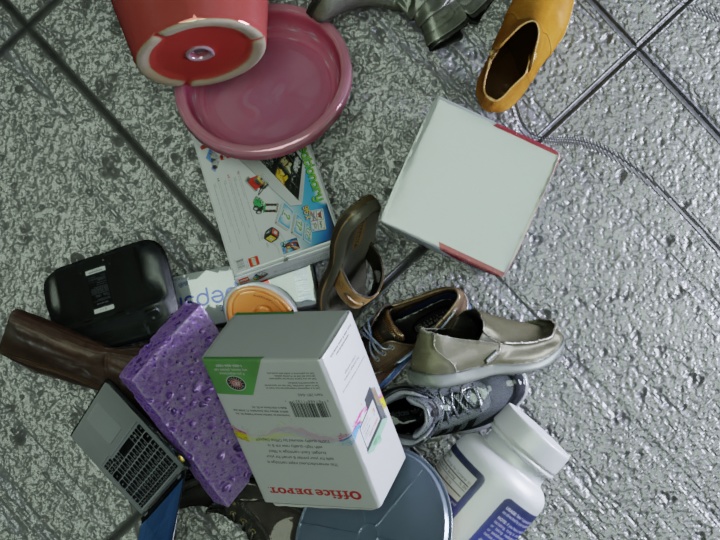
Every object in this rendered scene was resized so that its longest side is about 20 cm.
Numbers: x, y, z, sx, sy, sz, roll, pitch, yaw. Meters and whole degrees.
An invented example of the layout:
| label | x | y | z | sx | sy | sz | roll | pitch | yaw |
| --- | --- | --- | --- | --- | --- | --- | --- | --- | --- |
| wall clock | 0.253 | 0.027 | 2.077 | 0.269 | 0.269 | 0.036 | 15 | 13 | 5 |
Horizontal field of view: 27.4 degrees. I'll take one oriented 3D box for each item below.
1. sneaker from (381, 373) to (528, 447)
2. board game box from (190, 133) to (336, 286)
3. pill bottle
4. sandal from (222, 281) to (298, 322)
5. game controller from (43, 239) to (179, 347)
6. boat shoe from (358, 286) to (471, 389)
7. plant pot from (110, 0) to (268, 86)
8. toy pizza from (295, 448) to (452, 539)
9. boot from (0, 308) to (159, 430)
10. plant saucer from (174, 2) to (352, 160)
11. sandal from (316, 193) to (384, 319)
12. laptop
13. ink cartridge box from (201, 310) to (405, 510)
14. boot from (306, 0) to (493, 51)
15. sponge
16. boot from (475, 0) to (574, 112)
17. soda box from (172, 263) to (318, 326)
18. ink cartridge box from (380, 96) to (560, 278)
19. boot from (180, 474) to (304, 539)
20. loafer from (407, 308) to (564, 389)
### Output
| label | x | y | z | sx | sy | sz | roll | pitch | yaw |
| --- | --- | --- | --- | --- | --- | --- | --- | --- | --- |
| sneaker | 0.092 | 0.152 | 1.625 | 0.199 | 0.114 | 0.076 | -15 | 88 | 1 |
| board game box | -0.105 | -0.091 | 1.642 | 0.126 | 0.035 | 0.201 | -18 | 65 | -1 |
| pill bottle | 0.130 | 0.249 | 1.613 | 0.120 | 0.120 | 0.200 | 42 | 94 | 3 |
| sandal | -0.090 | 0.109 | 1.621 | 0.079 | 0.059 | 0.208 | -16 | 115 | 4 |
| game controller | -0.278 | 0.033 | 1.633 | 0.199 | 0.042 | 0.105 | -15 | 79 | 38 |
| boat shoe | 0.030 | 0.073 | 1.641 | 0.199 | 0.072 | 0.072 | -34 | 66 | -6 |
| plant pot | -0.184 | -0.308 | 1.589 | 0.199 | 0.201 | 0.178 | -12 | 71 | 1 |
| toy pizza | 0.015 | 0.286 | 1.575 | 0.199 | 0.032 | 0.201 | -17 | 58 | 29 |
| boot | -0.294 | 0.121 | 1.633 | 0.199 | 0.187 | 0.064 | 12 | 52 | 12 |
| plant saucer | -0.105 | -0.204 | 1.645 | 0.199 | 0.051 | 0.202 | -4 | 63 | 7 |
| sandal | 0.000 | 0.000 | 1.598 | 0.054 | 0.201 | 0.082 | 34 | 49 | 17 |
| laptop | -0.262 | 0.251 | 1.583 | 0.200 | 0.187 | 0.116 | 47 | 57 | 3 |
| ink cartridge box | -0.055 | 0.145 | 1.533 | 0.144 | 0.084 | 0.201 | -2 | 124 | 29 |
| boot | 0.050 | -0.298 | 1.644 | 0.200 | 0.068 | 0.131 | -34 | 87 | -19 |
| sponge | -0.162 | 0.142 | 1.565 | 0.112 | 0.030 | 0.200 | -48 | 126 | -26 |
| boot | 0.188 | -0.263 | 1.620 | 0.071 | 0.144 | 0.202 | 27 | 89 | 2 |
| soda box | -0.147 | 0.028 | 1.660 | 0.199 | 0.068 | 0.064 | -12 | 87 | 1 |
| ink cartridge box | 0.115 | -0.084 | 1.590 | 0.145 | 0.200 | 0.145 | 24 | 92 | 3 |
| boot | -0.115 | 0.303 | 1.650 | 0.199 | 0.069 | 0.175 | -10 | 87 | -1 |
| loafer | 0.141 | 0.077 | 1.609 | 0.199 | 0.075 | 0.070 | -12 | 106 | -33 |
